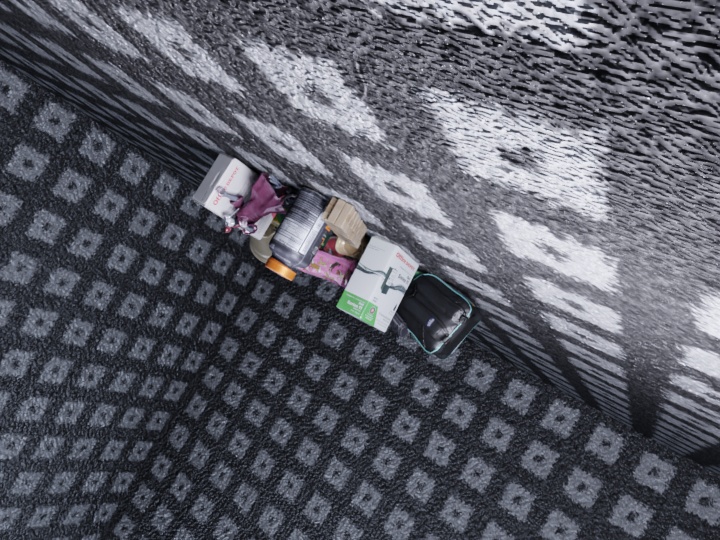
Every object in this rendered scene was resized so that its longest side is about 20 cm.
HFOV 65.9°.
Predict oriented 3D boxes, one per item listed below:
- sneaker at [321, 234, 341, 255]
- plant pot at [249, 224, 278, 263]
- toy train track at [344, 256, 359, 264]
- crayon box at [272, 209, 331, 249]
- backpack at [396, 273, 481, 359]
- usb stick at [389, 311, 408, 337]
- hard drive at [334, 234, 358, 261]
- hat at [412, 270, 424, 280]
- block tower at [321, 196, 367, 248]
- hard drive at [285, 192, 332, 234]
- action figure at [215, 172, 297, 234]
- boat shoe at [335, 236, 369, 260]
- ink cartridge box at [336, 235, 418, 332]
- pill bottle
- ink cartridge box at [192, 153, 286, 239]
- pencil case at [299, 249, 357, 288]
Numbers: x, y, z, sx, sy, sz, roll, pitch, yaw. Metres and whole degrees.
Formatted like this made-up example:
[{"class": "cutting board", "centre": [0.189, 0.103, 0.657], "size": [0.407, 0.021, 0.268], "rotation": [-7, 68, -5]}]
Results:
[{"class": "sneaker", "centre": [-0.121, -0.041, 1.592], "size": [0.200, 0.087, 0.074], "rotation": [-8, 131, 15]}, {"class": "plant pot", "centre": [-0.319, -0.145, 1.984], "size": [0.200, 0.201, 0.184], "rotation": [29, 164, 13]}, {"class": "toy train track", "centre": [0.000, 0.000, 1.585], "size": [0.115, 0.033, 0.200], "rotation": [44, 164, -3]}, {"class": "crayon box", "centre": [-0.190, -0.132, 1.562], "size": [0.200, 0.052, 0.126], "rotation": [25, 174, 46]}, {"class": "backpack", "centre": [0.198, 0.115, 1.465], "size": [0.200, 0.176, 0.153], "rotation": [42, -174, 31]}, {"class": "usb stick", "centre": [0.060, 0.093, 1.469], "size": [0.200, 0.033, 0.055], "rotation": [51, 161, 35]}, {"class": "hard drive", "centre": [-0.026, -0.067, 1.735], "size": [0.135, 0.042, 0.200], "rotation": [29, 176, 3]}, {"class": "hat", "centre": [0.119, -0.004, 1.624], "size": [0.166, 0.176, 0.200], "rotation": [23, 137, -23]}, {"class": "block tower", "centre": [-0.033, -0.105, 1.238], "size": [0.054, 0.058, 0.200], "rotation": [29, 174, 13]}, {"class": "hard drive", "centre": [-0.132, -0.151, 1.518], "size": [0.139, 0.033, 0.200], "rotation": [30, 176, -1]}, {"class": "action figure", "centre": [-0.264, -0.157, 1.388], "size": [0.149, 0.200, 0.134], "rotation": [8, -125, -59]}, {"class": "boat shoe", "centre": [-0.004, -0.064, 1.480], "size": [0.064, 0.071, 0.200], "rotation": [23, -176, 23]}, {"class": "ink cartridge box", "centre": [0.046, 0.035, 1.380], "size": [0.083, 0.200, 0.147], "rotation": [23, 174, 34]}, {"class": "pill bottle", "centre": [-0.137, -0.078, 1.258], "size": [0.106, 0.200, 0.106], "rotation": [30, 176, 2]}, {"class": "ink cartridge box", "centre": [-0.316, -0.194, 1.468], "size": [0.083, 0.147, 0.200], "rotation": [28, 175, 44]}, {"class": "pencil case", "centre": [-0.105, -0.020, 1.495], "size": [0.200, 0.083, 0.087], "rotation": [21, -176, 11]}]
